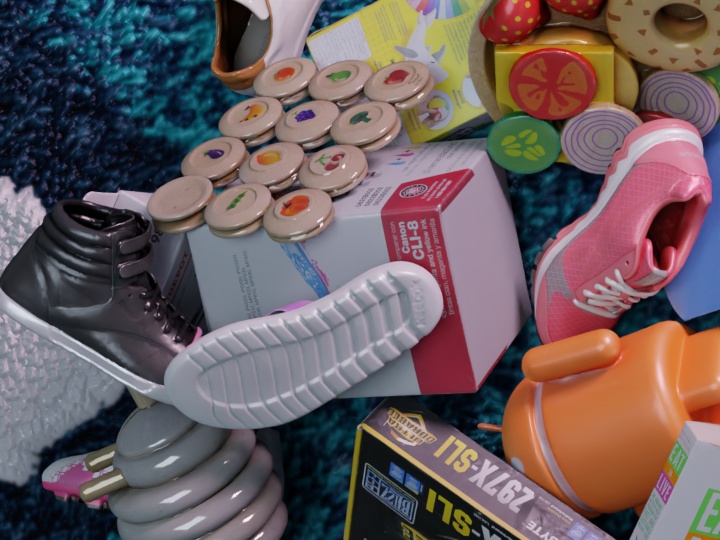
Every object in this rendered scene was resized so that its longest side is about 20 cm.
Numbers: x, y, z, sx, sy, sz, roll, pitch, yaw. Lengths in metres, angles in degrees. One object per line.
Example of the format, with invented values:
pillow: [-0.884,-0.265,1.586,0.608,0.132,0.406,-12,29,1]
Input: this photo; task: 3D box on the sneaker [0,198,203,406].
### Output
sneaker: [-0.150,0.021,1.614,0.200,0.071,0.099,27,111,-4]

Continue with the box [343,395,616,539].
box: [0.083,0.194,1.660,0.200,0.049,0.160,34,146,19]

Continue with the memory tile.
memory tile: [-0.050,-0.090,1.654,0.153,0.200,0.017,6,134,34]

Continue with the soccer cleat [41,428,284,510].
soccer cleat: [-0.150,0.149,1.807,0.199,0.070,0.087,4,84,18]

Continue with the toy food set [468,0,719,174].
toy food set: [0.174,-0.140,1.609,0.199,0.049,0.198,0,132,7]

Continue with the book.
book: [0.242,0.203,1.585,0.133,0.048,0.201,12,114,-20]

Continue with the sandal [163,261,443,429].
sandal: [-0.036,0.051,1.591,0.202,0.050,0.083,-21,113,9]

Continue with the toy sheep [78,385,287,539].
toy sheep: [-0.126,0.157,1.691,0.137,0.138,0.200,-18,115,23]

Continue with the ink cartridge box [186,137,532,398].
ink cartridge box: [0.000,0.000,1.672,0.199,0.145,0.145,-4,112,23]

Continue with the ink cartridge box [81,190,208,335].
ink cartridge box: [-0.148,0.007,1.726,0.067,0.200,0.116,28,101,22]

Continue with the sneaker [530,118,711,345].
sneaker: [0.181,-0.008,1.620,0.200,0.074,0.087,-62,27,28]

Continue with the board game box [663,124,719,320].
board game box: [0.287,-0.046,1.591,0.200,0.039,0.159,-23,51,50]

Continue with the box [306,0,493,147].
box: [0.069,-0.162,1.715,0.200,0.048,0.118,-25,80,24]

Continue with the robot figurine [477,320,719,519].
robot figurine: [0.184,0.108,1.625,0.200,0.144,0.117,-22,70,30]

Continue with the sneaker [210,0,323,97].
sneaker: [-0.061,-0.229,1.752,0.073,0.085,0.201,18,96,24]
